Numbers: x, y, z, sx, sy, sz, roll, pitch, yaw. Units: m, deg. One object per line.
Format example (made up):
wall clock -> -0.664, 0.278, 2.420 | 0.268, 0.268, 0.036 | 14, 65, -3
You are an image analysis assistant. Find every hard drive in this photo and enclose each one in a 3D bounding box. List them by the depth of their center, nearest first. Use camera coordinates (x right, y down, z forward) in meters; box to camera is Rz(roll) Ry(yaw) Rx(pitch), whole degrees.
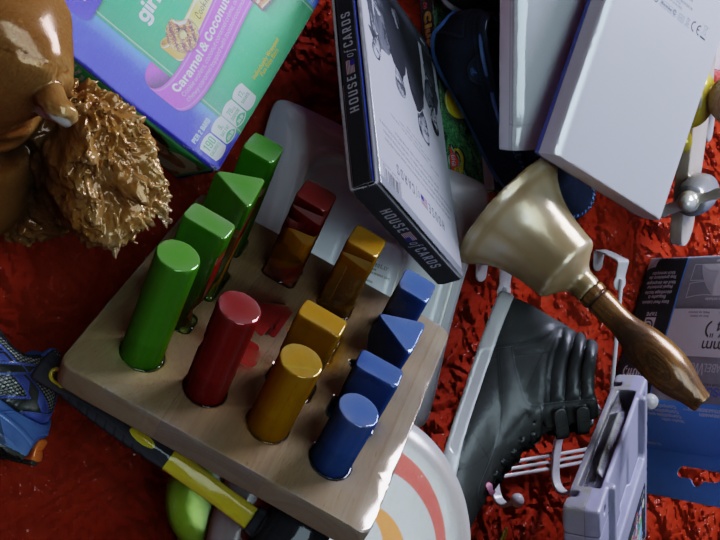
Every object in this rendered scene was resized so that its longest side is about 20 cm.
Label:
hard drive -> 0.161, -0.194, 0.843 | 0.130, 0.026, 0.203 | -7, 102, -28
hard drive -> 0.209, -0.156, 0.843 | 0.131, 0.025, 0.203 | 24, 84, -37

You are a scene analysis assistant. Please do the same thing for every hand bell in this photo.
hand bell -> 0.173, 0.024, 0.823 | 0.104, 0.105, 0.200 | -35, 73, -27

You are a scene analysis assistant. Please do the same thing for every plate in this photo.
plate -> 0.000, 0.000, 0.843 | 0.197, 0.032, 0.203 | 20, 83, -27

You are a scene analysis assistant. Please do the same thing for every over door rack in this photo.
over door rack -> 0.172, 0.086, 0.937 | 0.146, 0.066, 0.204 | -3, 90, -32

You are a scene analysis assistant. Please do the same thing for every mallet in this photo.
mallet -> -0.099, 0.106, 0.663 | 0.200, 0.041, 0.066 | 44, 75, -1

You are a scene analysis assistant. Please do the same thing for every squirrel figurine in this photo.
squirrel figurine -> -0.196, -0.086, 0.634 | 0.198, 0.186, 0.143 | 19, 53, -39

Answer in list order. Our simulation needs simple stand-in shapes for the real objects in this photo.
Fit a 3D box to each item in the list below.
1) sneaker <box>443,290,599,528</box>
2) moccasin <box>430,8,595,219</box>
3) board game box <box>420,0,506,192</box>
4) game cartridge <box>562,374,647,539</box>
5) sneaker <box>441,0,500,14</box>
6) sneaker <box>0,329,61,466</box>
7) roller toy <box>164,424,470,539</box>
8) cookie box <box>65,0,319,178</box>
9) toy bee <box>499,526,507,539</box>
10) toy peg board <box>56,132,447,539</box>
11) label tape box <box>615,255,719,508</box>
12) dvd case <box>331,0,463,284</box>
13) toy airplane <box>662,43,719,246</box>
sneaker -> 0.119, 0.122, 0.836 | 0.098, 0.071, 0.203 | 17, 77, 12
moccasin -> 0.127, -0.114, 0.889 | 0.200, 0.068, 0.081 | 46, 67, -24
board game box -> 0.099, -0.165, 0.927 | 0.103, 0.023, 0.204 | -6, 91, -29
game cartridge -> 0.187, 0.179, 0.840 | 0.200, 0.038, 0.132 | -44, 129, -59
sneaker -> 0.151, -0.239, 0.894 | 0.198, 0.090, 0.071 | -5, 92, -34
sneaker -> -0.263, 0.041, 0.677 | 0.200, 0.075, 0.079 | 40, 60, -33
roller toy -> -0.028, 0.183, 0.768 | 0.181, 0.139, 0.202 | -24, 93, -21
cookie box -> -0.142, -0.189, 0.747 | 0.199, 0.075, 0.173 | 38, 70, -25
toy bee -> 0.111, 0.272, 0.888 | 0.199, 0.109, 0.132 | 33, 103, -13
toy peg board -> -0.042, 0.024, 0.687 | 0.197, 0.098, 0.201 | 29, 37, 1
label tape box -> 0.290, 0.090, 0.963 | 0.063, 0.144, 0.203 | 27, 75, -28
dvd case -> 0.025, -0.110, 0.794 | 0.150, 0.024, 0.203 | 43, 37, -54
toy airplane -> 0.289, -0.149, 0.971 | 0.200, 0.140, 0.200 | -52, 126, -13
